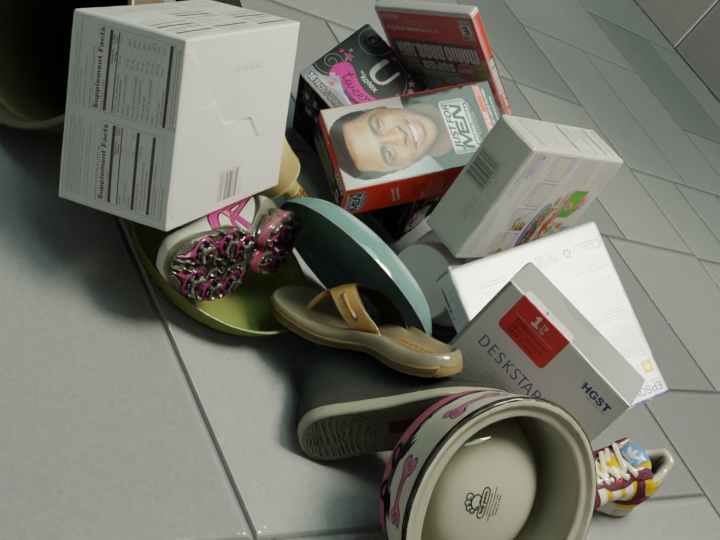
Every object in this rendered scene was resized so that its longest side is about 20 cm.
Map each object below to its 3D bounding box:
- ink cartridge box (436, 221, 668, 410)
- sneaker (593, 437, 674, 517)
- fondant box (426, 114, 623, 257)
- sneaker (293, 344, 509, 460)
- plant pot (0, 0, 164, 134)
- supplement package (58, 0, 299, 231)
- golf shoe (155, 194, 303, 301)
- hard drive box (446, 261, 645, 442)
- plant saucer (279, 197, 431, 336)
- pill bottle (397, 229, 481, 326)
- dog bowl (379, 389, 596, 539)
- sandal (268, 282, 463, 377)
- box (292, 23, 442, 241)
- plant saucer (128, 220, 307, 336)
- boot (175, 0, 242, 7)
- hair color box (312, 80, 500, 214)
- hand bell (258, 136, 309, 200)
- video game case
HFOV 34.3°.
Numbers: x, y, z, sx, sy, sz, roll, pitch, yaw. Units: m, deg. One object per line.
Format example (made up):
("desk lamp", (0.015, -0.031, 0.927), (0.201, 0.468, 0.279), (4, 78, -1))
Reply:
("ink cartridge box", (0.201, 0.069, 1.218), (0.194, 0.043, 0.203), (-17, 79, -25))
("sneaker", (0.254, 0.213, 1.230), (0.198, 0.090, 0.075), (6, 44, -48))
("fondant box", (0.179, -0.085, 1.253), (0.198, 0.145, 0.058), (0, 43, -51))
("sneaker", (0.037, 0.104, 1.052), (0.196, 0.076, 0.107), (-2, 38, -9))
("plant pot", (-0.257, -0.222, 1.107), (0.201, 0.200, 0.173), (50, 14, 15))
("supplement package", (-0.152, -0.141, 1.003), (0.109, 0.158, 0.200), (17, 21, 19))
("golf shoe", (-0.133, -0.028, 1.044), (0.091, 0.073, 0.200), (29, 19, 16))
("hard drive box", (0.140, 0.120, 1.096), (0.156, 0.200, 0.077), (45, 26, 8))
("plant saucer", (0.000, 0.000, 1.131), (0.200, 0.027, 0.201), (41, -16, 14))
("pill bottle", (0.119, 0.003, 1.326), (0.112, 0.111, 0.199), (52, 29, 18))
("dog bowl", (0.101, 0.192, 0.980), (0.198, 0.203, 0.074), (21, 2, -34))
("sandal", (0.008, 0.042, 1.053), (0.198, 0.055, 0.080), (19, 20, 31))
("box", (0.027, -0.163, 1.374), (0.114, 0.132, 0.200), (-39, 79, -19))
("plant saucer", (-0.139, -0.010, 1.105), (0.198, 0.031, 0.201), (31, 31, -21))
("boot", (-0.138, -0.256, 1.202), (0.200, 0.072, 0.153), (-60, 139, -63))
("hair color box", (0.058, -0.133, 1.262), (0.197, 0.061, 0.103), (-13, 69, -16))
("hand bell", (-0.066, -0.076, 1.228), (0.200, 0.103, 0.105), (47, 20, -38))
("video game case", (0.104, -0.219, 1.337), (0.017, 0.142, 0.201), (-49, 133, -26))
